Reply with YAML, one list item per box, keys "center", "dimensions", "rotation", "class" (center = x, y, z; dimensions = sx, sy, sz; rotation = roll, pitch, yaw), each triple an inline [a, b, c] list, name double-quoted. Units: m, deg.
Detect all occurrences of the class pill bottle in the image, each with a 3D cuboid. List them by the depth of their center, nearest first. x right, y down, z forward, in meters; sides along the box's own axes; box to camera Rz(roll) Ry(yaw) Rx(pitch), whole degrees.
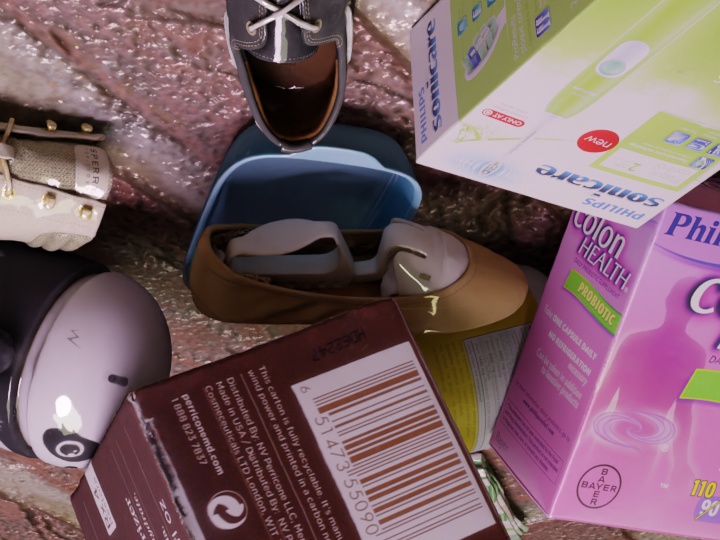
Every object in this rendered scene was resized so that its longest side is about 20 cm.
- center: [0.074, 0.059, 1.063]
  dimensions: [0.199, 0.113, 0.112]
  rotation: [-14, 154, -15]
  class: "pill bottle"

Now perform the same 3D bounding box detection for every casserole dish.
- center: [-0.038, -0.034, 0.984]
  dimensions: [0.120, 0.039, 0.200]
  rotation: [6, 151, -15]
  class: "casserole dish"

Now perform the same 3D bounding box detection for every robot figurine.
- center: [-0.210, 0.044, 0.985]
  dimensions: [0.199, 0.150, 0.125]
  rotation: [18, 128, 19]
  class: "robot figurine"

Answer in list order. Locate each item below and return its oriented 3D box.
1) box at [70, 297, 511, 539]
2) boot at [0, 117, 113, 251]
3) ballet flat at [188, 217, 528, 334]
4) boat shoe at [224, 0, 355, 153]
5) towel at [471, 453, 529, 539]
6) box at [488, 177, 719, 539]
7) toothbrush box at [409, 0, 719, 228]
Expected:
- center: [-0.045, 0.144, 0.919]
  dimensions: [0.163, 0.167, 0.200]
  rotation: [-20, 165, -26]
  class: "box"
- center: [-0.207, -0.066, 0.876]
  dimensions: [0.154, 0.073, 0.200]
  rotation: [8, 156, -16]
  class: "boot"
- center: [0.000, 0.000, 0.945]
  dimensions: [0.198, 0.069, 0.063]
  rotation: [-2, 138, -3]
  class: "ballet flat"
- center: [-0.031, -0.132, 0.775]
  dimensions: [0.071, 0.068, 0.200]
  rotation: [1, 150, -2]
  class: "boat shoe"
- center: [0.060, 0.211, 1.460]
  dimensions: [0.151, 0.024, 0.200]
  rotation: [-9, 152, 13]
  class: "towel"
- center: [0.200, 0.050, 0.985]
  dimensions: [0.175, 0.097, 0.201]
  rotation: [12, 107, -23]
  class: "box"
- center: [0.136, -0.115, 0.798]
  dimensions: [0.145, 0.087, 0.200]
  rotation: [15, 149, -28]
  class: "toothbrush box"
